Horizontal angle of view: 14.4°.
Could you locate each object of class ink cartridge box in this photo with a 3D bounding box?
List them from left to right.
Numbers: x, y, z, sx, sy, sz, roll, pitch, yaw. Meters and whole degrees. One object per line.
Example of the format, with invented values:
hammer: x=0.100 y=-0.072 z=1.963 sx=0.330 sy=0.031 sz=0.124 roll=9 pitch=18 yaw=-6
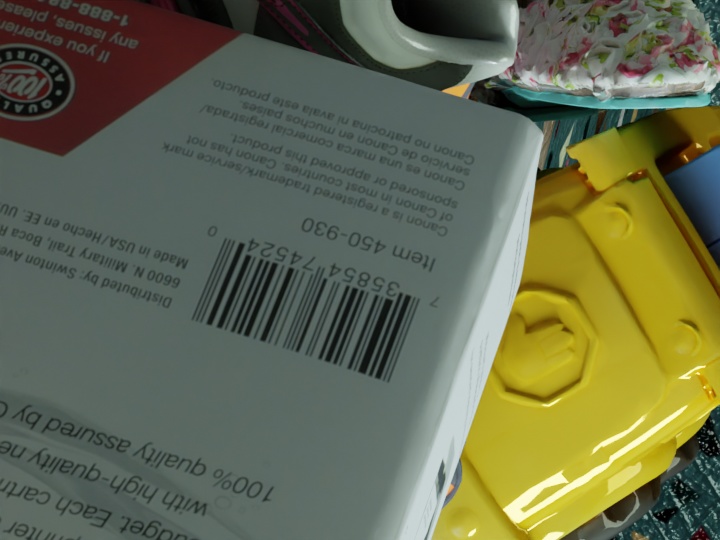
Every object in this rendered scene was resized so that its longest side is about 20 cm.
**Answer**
ink cartridge box: x=-0.060 y=0.048 z=0.608 sx=0.083 sy=0.147 sz=0.200 roll=92 pitch=17 yaw=-61

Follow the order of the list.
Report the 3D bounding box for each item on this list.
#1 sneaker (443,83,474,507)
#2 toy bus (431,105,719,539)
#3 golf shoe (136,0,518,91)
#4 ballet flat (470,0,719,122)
sneaker: x=0.000 y=0.000 z=0.824 sx=0.200 sy=0.112 sz=0.078 roll=-51 pitch=-156 yaw=8
toy bus: x=0.101 y=0.001 z=0.983 sx=0.192 sy=0.136 sz=0.200 roll=-33 pitch=176 yaw=22
golf shoe: x=-0.030 y=-0.107 z=0.618 sx=0.200 sy=0.088 sz=0.077 roll=59 pitch=38 yaw=-49
ballet flat: x=0.072 y=-0.083 z=0.964 sx=0.200 sy=0.076 sz=0.064 roll=-168 pitch=-104 yaw=-80
